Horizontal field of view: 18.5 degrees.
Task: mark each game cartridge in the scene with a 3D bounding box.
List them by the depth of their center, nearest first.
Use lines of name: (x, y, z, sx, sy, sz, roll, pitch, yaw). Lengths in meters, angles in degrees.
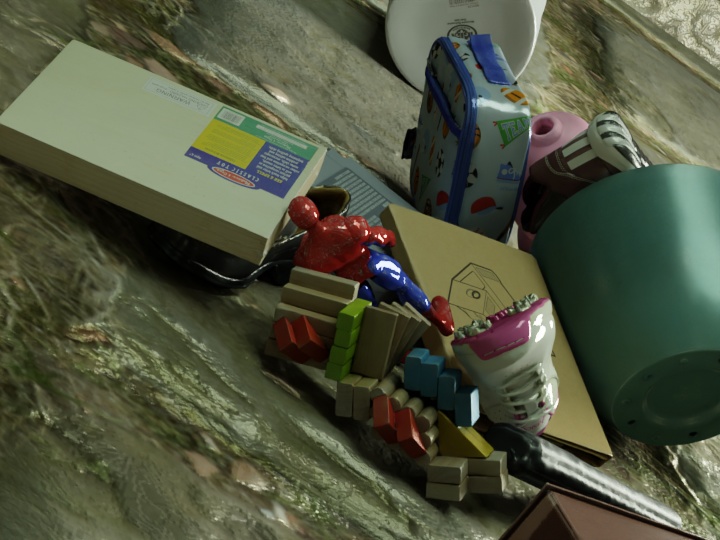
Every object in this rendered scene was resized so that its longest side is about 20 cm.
game cartridge: (-0.006, -0.033, 1.729, 0.133, 0.041, 0.200, 35, 18, 6)

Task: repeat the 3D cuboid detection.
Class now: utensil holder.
utensil holder: (0.111, -0.278, 2.332, 0.170, 0.170, 0.200, 34, 21, -8)

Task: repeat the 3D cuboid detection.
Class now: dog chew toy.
dog chew toy: (0.184, -0.061, 1.922, 0.125, 0.124, 0.200, 55, -4, 43)

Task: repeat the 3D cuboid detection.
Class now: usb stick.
usb stick: (0.156, 0.151, 1.539, 0.055, 0.033, 0.200, 23, -5, 45)

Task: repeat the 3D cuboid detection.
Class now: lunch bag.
lunch bag: (0.090, -0.113, 1.879, 0.075, 0.161, 0.200, 4, 23, -11)

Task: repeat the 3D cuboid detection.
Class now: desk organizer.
desk organizer: (0.181, 0.210, 1.425, 0.200, 0.072, 0.077, 22, 26, -38)

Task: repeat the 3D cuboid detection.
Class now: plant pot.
plant pot: (0.246, 0.040, 1.770, 0.200, 0.201, 0.161, 24, 39, -33)

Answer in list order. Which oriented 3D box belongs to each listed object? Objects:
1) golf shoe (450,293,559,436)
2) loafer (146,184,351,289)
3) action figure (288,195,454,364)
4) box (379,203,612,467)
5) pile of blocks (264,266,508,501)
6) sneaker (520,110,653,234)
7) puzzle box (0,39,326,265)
golf shoe: (0.109, 0.068, 1.504, 0.200, 0.075, 0.092, 43, 23, -84)
loafer: (-0.076, -0.034, 1.540, 0.073, 0.072, 0.200, 44, 20, 18)
action figure: (0.000, 0.000, 1.528, 0.200, 0.065, 0.052, 45, 19, -56)
box: (0.102, 0.049, 1.674, 0.163, 0.021, 0.201, 20, 39, -40)
pile of blocks: (0.020, 0.075, 1.438, 0.200, 0.082, 0.062, 39, 18, 4)
sneaker: (0.195, -0.049, 1.835, 0.200, 0.115, 0.076, 51, 19, -46)
puzzle box: (-0.134, -0.082, 1.494, 0.199, 0.025, 0.133, 24, 34, 5)
